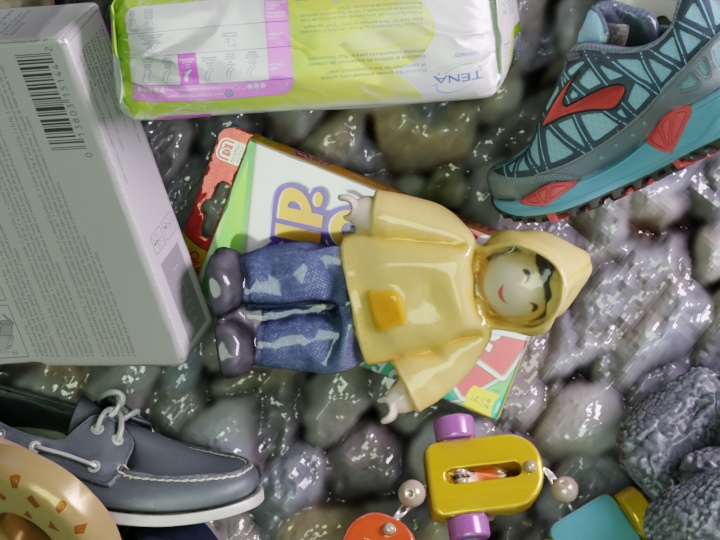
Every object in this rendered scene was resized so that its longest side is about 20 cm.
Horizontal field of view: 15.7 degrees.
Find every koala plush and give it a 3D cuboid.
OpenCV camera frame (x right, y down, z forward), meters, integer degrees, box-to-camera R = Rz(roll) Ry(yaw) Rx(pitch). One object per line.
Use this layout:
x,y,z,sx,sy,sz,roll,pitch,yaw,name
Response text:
0.264,0.094,1.349,0.184,0.177,0.200,39,101,-13,koala plush

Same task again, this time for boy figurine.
0.023,0.019,1.382,0.199,0.064,0.125,-4,97,9,boy figurine

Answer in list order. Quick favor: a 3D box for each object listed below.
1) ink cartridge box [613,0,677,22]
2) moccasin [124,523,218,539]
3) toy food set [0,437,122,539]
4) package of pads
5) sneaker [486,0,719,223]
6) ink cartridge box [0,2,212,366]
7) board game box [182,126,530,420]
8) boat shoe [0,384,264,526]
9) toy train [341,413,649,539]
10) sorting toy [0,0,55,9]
0.234,-0.149,1.353,0.199,0.068,0.117,-28,96,10,ink cartridge box
-0.075,0.224,1.448,0.080,0.068,0.200,-38,94,11,moccasin
-0.206,0.166,1.423,0.199,0.049,0.199,3,127,21,toy food set
-0.020,-0.121,1.341,0.199,0.155,0.069,-3,99,6,package of pads
0.137,-0.091,1.348,0.200,0.079,0.096,-25,87,41,sneaker
-0.189,-0.040,1.385,0.175,0.045,0.201,-2,123,26,ink cartridge box
0.000,0.000,1.426,0.199,0.030,0.096,22,101,4,board game box
-0.150,0.096,1.434,0.199,0.073,0.062,7,104,10,boat shoe
0.072,0.165,1.412,0.199,0.056,0.151,19,72,3,toy train
-0.278,-0.084,1.434,0.199,0.036,0.186,14,101,4,sorting toy
